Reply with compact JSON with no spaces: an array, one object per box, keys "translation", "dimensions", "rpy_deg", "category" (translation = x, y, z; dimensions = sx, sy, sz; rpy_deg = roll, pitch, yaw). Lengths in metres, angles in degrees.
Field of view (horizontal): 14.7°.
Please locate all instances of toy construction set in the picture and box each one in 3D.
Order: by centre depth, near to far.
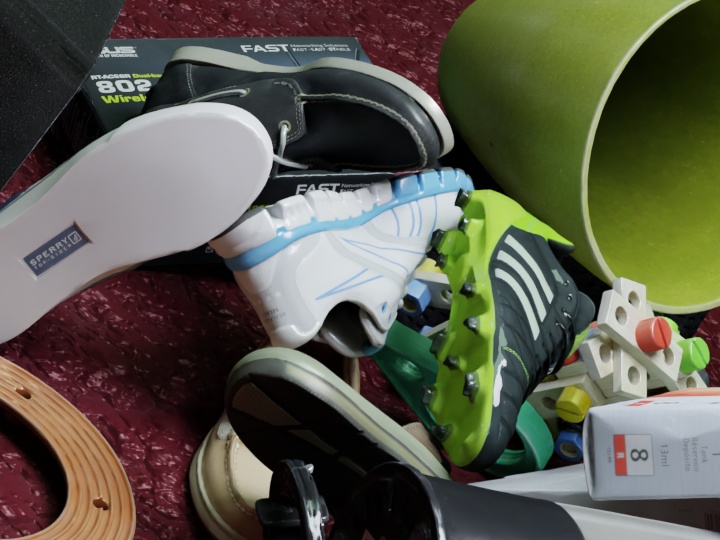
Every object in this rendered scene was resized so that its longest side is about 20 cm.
[{"translation":[0.114,0.044,1.532],"dimensions":[0.092,0.200,0.131],"rpy_deg":[-49,115,-27],"category":"toy construction set"}]

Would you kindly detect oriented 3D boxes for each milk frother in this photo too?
[{"translation":[0.064,0.151,1.263],"dimensions":[0.188,0.181,0.200],"rpy_deg":[13,35,-25],"category":"milk frother"}]

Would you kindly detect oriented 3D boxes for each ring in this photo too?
[{"translation":[-0.199,0.087,1.298],"dimensions":[0.200,0.019,0.201],"rpy_deg":[22,26,-11],"category":"ring"}]

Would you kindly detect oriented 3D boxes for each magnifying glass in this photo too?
[{"translation":[0.022,0.045,1.513],"dimensions":[0.200,0.080,0.022],"rpy_deg":[41,64,-6],"category":"magnifying glass"}]

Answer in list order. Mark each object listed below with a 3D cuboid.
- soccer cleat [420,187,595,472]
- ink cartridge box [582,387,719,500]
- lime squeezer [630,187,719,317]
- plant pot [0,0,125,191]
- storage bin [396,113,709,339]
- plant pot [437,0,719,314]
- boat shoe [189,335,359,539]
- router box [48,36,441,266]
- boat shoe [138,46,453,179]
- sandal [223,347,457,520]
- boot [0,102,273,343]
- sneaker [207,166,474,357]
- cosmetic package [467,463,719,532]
[{"translation":[0.077,0.031,1.389],"dimensions":[0.081,0.068,0.200],"rpy_deg":[24,35,-13],"category":"soccer cleat"},{"translation":[0.221,0.075,1.286],"dimensions":[0.200,0.050,0.162],"rpy_deg":[-6,-1,24],"category":"ink cartridge box"},{"translation":[0.172,0.048,1.639],"dimensions":[0.038,0.200,0.071],"rpy_deg":[18,-17,-36],"category":"lime squeezer"},{"translation":[-0.237,-0.133,1.481],"dimensions":[0.177,0.200,0.200],"rpy_deg":[35,24,-11],"category":"plant pot"},{"translation":[0.107,-0.010,1.709],"dimensions":[0.200,0.094,0.135],"rpy_deg":[11,30,-31],"category":"storage bin"},{"translation":[0.139,-0.094,1.612],"dimensions":[0.187,0.187,0.200],"rpy_deg":[8,12,-38],"category":"plant pot"},{"translation":[-0.038,0.077,1.423],"dimensions":[0.074,0.069,0.200],"rpy_deg":[24,25,-10],"category":"boat shoe"},{"translation":[-0.070,-0.072,1.624],"dimensions":[0.200,0.062,0.150],"rpy_deg":[-3,36,-25],"category":"router box"},{"translation":[-0.038,-0.071,1.475],"dimensions":[0.200,0.072,0.068],"rpy_deg":[8,48,38],"category":"boat shoe"},{"translation":[0.013,0.096,1.350],"dimensions":[0.201,0.080,0.057],"rpy_deg":[50,34,-31],"category":"sandal"},{"translation":[-0.128,-0.037,1.410],"dimensions":[0.073,0.200,0.090],"rpy_deg":[59,18,-16],"category":"boot"},{"translation":[0.000,0.000,1.457],"dimensions":[0.200,0.075,0.087],"rpy_deg":[-17,85,-52],"category":"sneaker"},{"translation":[0.164,0.127,1.431],"dimensions":[0.200,0.052,0.151],"rpy_deg":[-3,3,40],"category":"cosmetic package"}]
